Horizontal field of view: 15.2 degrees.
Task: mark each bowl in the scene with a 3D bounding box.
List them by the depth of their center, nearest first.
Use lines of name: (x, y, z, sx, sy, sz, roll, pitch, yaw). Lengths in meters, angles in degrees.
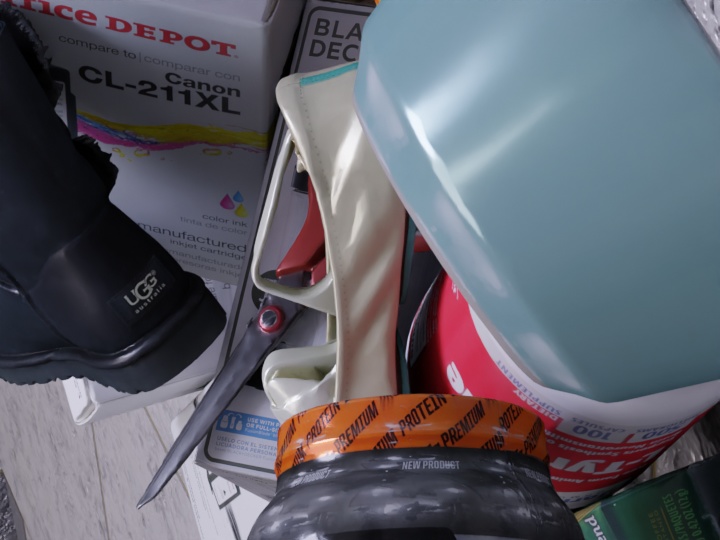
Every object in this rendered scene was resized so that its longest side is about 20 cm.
bowl: (0.070, -0.039, 0.856, 0.201, 0.105, 0.201, 56, -171, -13)

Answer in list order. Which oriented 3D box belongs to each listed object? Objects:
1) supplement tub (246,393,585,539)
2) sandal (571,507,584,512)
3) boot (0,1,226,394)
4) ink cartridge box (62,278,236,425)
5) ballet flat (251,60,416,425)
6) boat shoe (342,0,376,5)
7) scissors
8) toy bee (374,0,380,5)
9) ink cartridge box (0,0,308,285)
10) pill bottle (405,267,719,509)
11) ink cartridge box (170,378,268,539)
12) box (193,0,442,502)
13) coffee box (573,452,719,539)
supplement tub: (0.020, 0.151, 0.924, 0.123, 0.122, 0.201, 121, 150, -70)
sandal: (0.080, 0.122, 1.177, 0.202, 0.079, 0.057, 67, 152, 22)
boot: (-0.150, -0.035, 1.121, 0.168, 0.076, 0.200, 55, 161, -19)
ink cartridge box: (-0.065, -0.022, 1.331, 0.084, 0.199, 0.147, 140, 114, -73)
ballet flat: (-0.009, 0.018, 1.017, 0.069, 0.069, 0.201, -141, 48, -65)
boat shoe: (-0.001, -0.109, 1.220, 0.072, 0.065, 0.201, 18, 143, 18)
scissors: (-0.030, 0.006, 1.073, 0.073, 0.200, 0.014, 51, -173, 23)
toy bee: (0.045, -0.125, 1.016, 0.109, 0.131, 0.200, 44, 164, -33)
ink cartridge box: (-0.098, -0.091, 1.154, 0.200, 0.145, 0.083, 94, -168, -58)
pill bottle: (0.079, 0.027, 1.032, 0.200, 0.112, 0.113, 117, 135, -69)
ink cartridge box: (-0.001, 0.078, 1.310, 0.200, 0.145, 0.085, 136, 118, -72)
box: (0.000, 0.000, 1.131, 0.117, 0.060, 0.201, 40, -119, -65)
coffee box: (0.104, 0.152, 1.060, 0.200, 0.044, 0.124, -30, 80, 53)
